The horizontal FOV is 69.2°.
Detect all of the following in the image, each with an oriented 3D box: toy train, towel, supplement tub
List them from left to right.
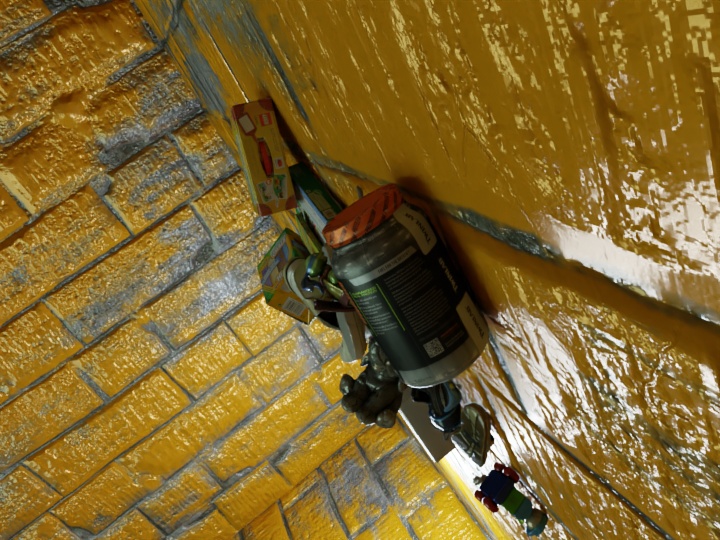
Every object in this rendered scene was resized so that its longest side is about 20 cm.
[{"bbox_3d":[-0.071,-0.020,1.005,0.201,0.018,0.087,56,167,31],"label":"towel"},{"bbox_3d":[0.048,0.016,0.577,0.202,0.122,0.122,58,171,-15],"label":"supplement tub"},{"bbox_3d":[0.293,0.455,1.046,0.115,0.085,0.200,40,169,8],"label":"toy train"}]

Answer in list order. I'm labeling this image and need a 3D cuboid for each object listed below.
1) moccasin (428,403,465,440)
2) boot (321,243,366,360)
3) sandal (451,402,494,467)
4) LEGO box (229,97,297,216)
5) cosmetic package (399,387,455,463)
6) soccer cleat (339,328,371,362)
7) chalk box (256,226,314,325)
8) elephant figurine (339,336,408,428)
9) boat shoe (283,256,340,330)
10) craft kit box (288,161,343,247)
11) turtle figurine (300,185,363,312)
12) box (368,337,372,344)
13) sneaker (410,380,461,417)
[{"bbox_3d":[0.184,0.298,1.075,0.069,0.079,0.200,64,-174,5],"label":"moccasin"},{"bbox_3d":[0.004,0.042,0.884,0.073,0.094,0.204,171,85,-74],"label":"boot"},{"bbox_3d":[0.218,0.302,0.970,0.080,0.053,0.202,43,151,34],"label":"sandal"},{"bbox_3d":[-0.192,-0.216,1.022,0.149,0.076,0.204,-151,47,-72],"label":"LEGO box"},{"bbox_3d":[0.157,0.340,1.250,0.202,0.107,0.085,55,172,11],"label":"cosmetic package"},{"bbox_3d":[-0.014,0.130,1.062,0.201,0.076,0.071,126,140,-51],"label":"soccer cleat"},{"bbox_3d":[-0.146,0.000,1.177,0.123,0.124,0.201,31,-163,-32],"label":"chalk box"},{"bbox_3d":[0.052,0.177,0.969,0.139,0.203,0.155,20,-166,-11],"label":"elephant figurine"},{"bbox_3d":[-0.082,0.049,1.047,0.068,0.075,0.201,33,165,42],"label":"boat shoe"},{"bbox_3d":[-0.077,-0.080,1.035,0.201,0.048,0.200,53,157,41],"label":"craft kit box"},{"bbox_3d":[0.028,-0.007,0.777,0.192,0.201,0.145,35,146,4],"label":"turtle figurine"},{"bbox_3d":[0.048,0.161,1.181,0.200,0.059,0.119,82,-177,-71],"label":"box"},{"bbox_3d":[0.122,0.217,1.048,0.071,0.083,0.200,48,178,-33],"label":"sneaker"}]
